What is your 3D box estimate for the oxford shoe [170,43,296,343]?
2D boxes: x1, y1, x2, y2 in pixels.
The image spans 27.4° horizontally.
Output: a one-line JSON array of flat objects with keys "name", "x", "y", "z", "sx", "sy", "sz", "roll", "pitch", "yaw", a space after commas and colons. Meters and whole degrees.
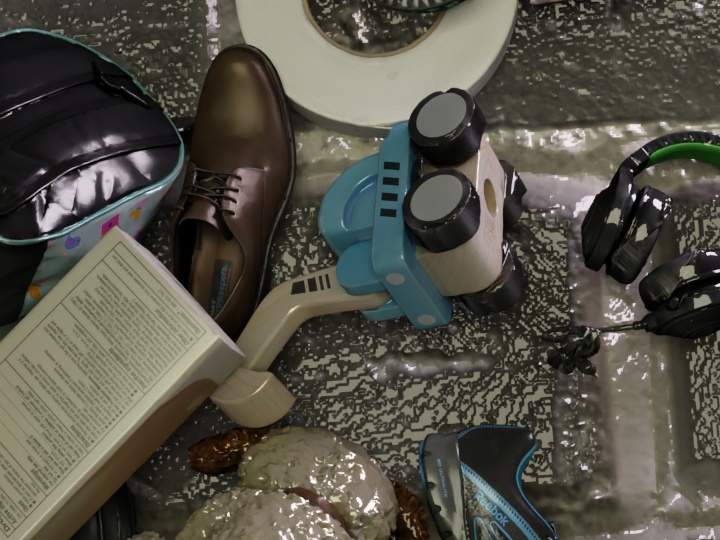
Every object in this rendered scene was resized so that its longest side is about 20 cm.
[{"name": "oxford shoe", "x": -0.086, "y": -0.052, "z": 0.973, "sx": 0.072, "sy": 0.084, "sz": 0.203, "roll": 3, "pitch": 88, "yaw": 12}]

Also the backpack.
[{"name": "backpack", "x": -0.221, "y": -0.060, "z": 0.951, "sx": 0.175, "sy": 0.154, "sz": 0.200, "roll": 40, "pitch": 44, "yaw": 13}]

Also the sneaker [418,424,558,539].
[{"name": "sneaker", "x": 0.093, "y": 0.197, "z": 0.939, "sx": 0.081, "sy": 0.073, "sz": 0.203, "roll": -12, "pitch": 81, "yaw": 1}]

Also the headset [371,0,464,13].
[{"name": "headset", "x": 0.043, "y": -0.274, "z": 0.985, "sx": 0.122, "sy": 0.094, "sz": 0.203, "roll": 4, "pitch": 98, "yaw": 17}]

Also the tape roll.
[{"name": "tape roll", "x": 0.012, "y": -0.194, "z": 1.022, "sx": 0.200, "sy": 0.037, "sz": 0.206, "roll": -1, "pitch": 82, "yaw": 4}]

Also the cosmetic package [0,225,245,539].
[{"name": "cosmetic package", "x": -0.177, "y": 0.084, "z": 0.898, "sx": 0.200, "sy": 0.071, "sz": 0.105, "roll": -44, "pitch": 75, "yaw": -3}]

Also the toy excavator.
[{"name": "toy excavator", "x": 0.000, "y": 0.000, "z": 0.959, "sx": 0.198, "sy": 0.100, "sz": 0.197, "roll": -13, "pitch": 52, "yaw": 25}]

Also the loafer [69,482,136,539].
[{"name": "loafer", "x": -0.197, "y": 0.126, "z": 0.968, "sx": 0.068, "sy": 0.070, "sz": 0.203, "roll": -21, "pitch": 77, "yaw": 32}]

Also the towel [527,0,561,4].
[{"name": "towel", "x": 0.155, "y": -0.283, "z": 1.012, "sx": 0.142, "sy": 0.023, "sz": 0.203, "roll": -11, "pitch": 75, "yaw": -9}]

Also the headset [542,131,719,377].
[{"name": "headset", "x": 0.193, "y": -0.008, "z": 0.944, "sx": 0.200, "sy": 0.094, "sz": 0.124, "roll": -43, "pitch": 79, "yaw": -14}]

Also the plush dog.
[{"name": "plush dog", "x": -0.045, "y": 0.169, "z": 0.919, "sx": 0.198, "sy": 0.161, "sz": 0.173, "roll": 28, "pitch": 45, "yaw": -1}]
